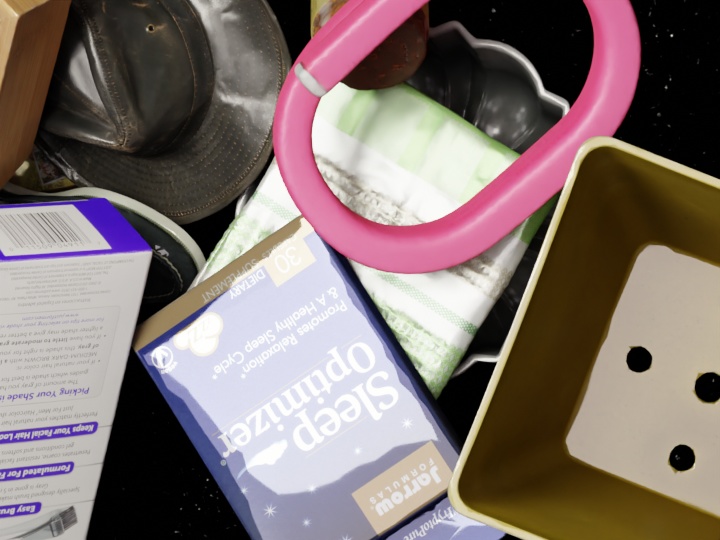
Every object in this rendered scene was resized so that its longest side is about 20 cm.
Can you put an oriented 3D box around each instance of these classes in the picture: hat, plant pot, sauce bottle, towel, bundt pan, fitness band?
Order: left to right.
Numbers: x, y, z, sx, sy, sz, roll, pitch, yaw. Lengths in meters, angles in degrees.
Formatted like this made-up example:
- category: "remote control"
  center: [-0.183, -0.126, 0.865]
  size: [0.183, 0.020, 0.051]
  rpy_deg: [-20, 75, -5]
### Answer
- category: "hat"
  center: [-0.140, -0.112, 1.444]
  size: [0.200, 0.081, 0.201]
  rpy_deg: [8, 109, 25]
- category: "towel"
  center: [0.000, 0.000, 1.437]
  size: [0.149, 0.031, 0.200]
  rpy_deg: [33, 92, 12]
- category: "sauce bottle"
  center: [0.005, -0.185, 1.457]
  size: [0.066, 0.066, 0.200]
  rpy_deg: [-11, 46, 13]
- category: "bundt pan"
  center: [0.036, -0.036, 1.479]
  size: [0.202, 0.076, 0.202]
  rpy_deg: [-1, 86, 15]
- category: "fitness band"
  center: [0.050, -0.089, 1.362]
  size: [0.200, 0.037, 0.144]
  rpy_deg: [-41, 109, 4]
- category: "plant pot"
  center: [0.179, 0.063, 1.379]
  size: [0.200, 0.176, 0.200]
  rpy_deg: [21, 91, 9]

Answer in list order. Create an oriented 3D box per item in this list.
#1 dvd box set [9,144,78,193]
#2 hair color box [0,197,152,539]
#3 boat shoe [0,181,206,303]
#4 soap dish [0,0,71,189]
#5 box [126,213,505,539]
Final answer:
- category: "dvd box set"
  center: [-0.204, -0.113, 1.568]
  size: [0.200, 0.029, 0.147]
  rpy_deg: [-11, 84, 12]
- category: "hair color box"
  center: [-0.189, 0.063, 1.416]
  size: [0.065, 0.109, 0.200]
  rpy_deg: [44, 128, 45]
- category: "boat shoe"
  center: [-0.184, -0.010, 1.493]
  size: [0.199, 0.066, 0.075]
  rpy_deg: [19, 135, 19]
- category: "soap dish"
  center: [-0.237, -0.145, 1.397]
  size: [0.200, 0.081, 0.157]
  rpy_deg: [47, 141, 23]
- category: "box"
  center: [-0.022, 0.084, 1.403]
  size: [0.121, 0.032, 0.200]
  rpy_deg: [-34, 80, 7]
